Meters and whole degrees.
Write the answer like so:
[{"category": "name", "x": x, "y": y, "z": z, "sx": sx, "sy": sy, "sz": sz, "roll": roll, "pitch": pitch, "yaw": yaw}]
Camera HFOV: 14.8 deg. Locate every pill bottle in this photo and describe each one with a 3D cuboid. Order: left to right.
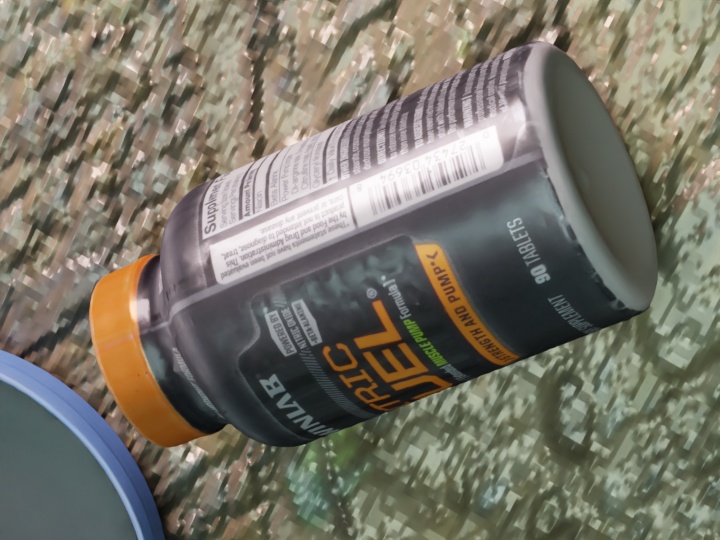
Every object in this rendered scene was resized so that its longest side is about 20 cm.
[{"category": "pill bottle", "x": 0.000, "y": 0.000, "z": 1.016, "sx": 0.199, "sy": 0.106, "sz": 0.107, "roll": -22, "pitch": 97, "yaw": 21}]

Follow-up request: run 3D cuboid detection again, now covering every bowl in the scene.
[{"category": "bowl", "x": -0.171, "y": 0.123, "z": 1.132, "sx": 0.200, "sy": 0.039, "sz": 0.202, "roll": 4, "pitch": 105, "yaw": 16}]
